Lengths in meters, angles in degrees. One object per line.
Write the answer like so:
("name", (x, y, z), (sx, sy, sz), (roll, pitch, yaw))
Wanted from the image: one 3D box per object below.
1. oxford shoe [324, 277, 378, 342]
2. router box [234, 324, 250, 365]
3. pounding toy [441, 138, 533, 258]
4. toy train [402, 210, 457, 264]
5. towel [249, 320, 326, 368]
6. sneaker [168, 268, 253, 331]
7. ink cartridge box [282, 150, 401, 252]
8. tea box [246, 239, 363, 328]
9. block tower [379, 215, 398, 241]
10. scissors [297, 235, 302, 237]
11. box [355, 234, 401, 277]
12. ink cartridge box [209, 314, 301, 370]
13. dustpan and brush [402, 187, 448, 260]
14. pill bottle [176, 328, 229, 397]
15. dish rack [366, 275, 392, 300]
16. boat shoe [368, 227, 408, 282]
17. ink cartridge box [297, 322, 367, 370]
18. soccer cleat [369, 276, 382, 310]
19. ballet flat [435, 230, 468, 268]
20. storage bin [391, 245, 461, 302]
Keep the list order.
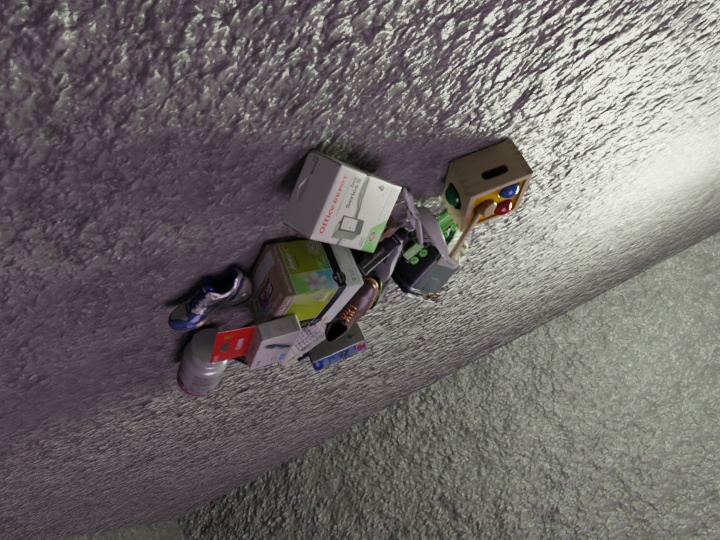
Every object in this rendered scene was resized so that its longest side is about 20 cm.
("oxford shoe", (-0.022, 0.105, 1.553), (0.200, 0.071, 0.073), (-55, -175, 23))
("router box", (-0.252, 0.183, 1.687), (0.199, 0.062, 0.150), (-28, 156, 4))
("pounding toy", (0.271, -0.159, 1.400), (0.199, 0.143, 0.184), (-22, 156, -10))
("toy train", (0.183, -0.094, 1.554), (0.200, 0.042, 0.056), (-41, 123, 11))
("towel", (-0.164, 0.143, 1.583), (0.192, 0.035, 0.200), (-38, 133, -11))
("sneaker", (-0.336, 0.056, 1.338), (0.199, 0.075, 0.088), (-30, 146, -7))
("ink cartridge box", (-0.032, -0.124, 1.163), (0.199, 0.084, 0.146), (8, 109, -53))
("tea box", (-0.135, 0.035, 1.391), (0.196, 0.134, 0.200), (-10, 155, -34))
("block tower", (-0.004, -0.104, 1.342), (0.199, 0.058, 0.054), (4, 142, -48))
("scissors", (-0.051, -0.088, 1.385), (0.073, 0.014, 0.199), (-38, 154, 32))
("box", (0.000, 0.000, 1.484), (0.143, 0.036, 0.200), (-41, -178, -37))
("ink cartridge box", (-0.237, 0.172, 1.373), (0.175, 0.045, 0.200), (-13, 158, -23))
("dustpan and brush", (0.136, -0.118, 1.415), (0.057, 0.140, 0.201), (-26, 133, -12))
("pill bottle", (-0.401, 0.235, 1.578), (0.113, 0.114, 0.200), (-11, 153, -31))
("dish rack", (-0.019, 0.060, 1.695), (0.199, 0.044, 0.172), (-14, 154, -25))
("boat shoe", (0.072, -0.041, 1.557), (0.066, 0.070, 0.200), (-40, 163, -33))
("ink cartridge box", (-0.098, 0.195, 1.778), (0.199, 0.137, 0.076), (-22, 152, -9))
("soccer cleat", (-0.011, 0.082, 1.618), (0.081, 0.068, 0.200), (6, 143, -31))
("ballet flat", (0.240, -0.054, 1.572), (0.069, 0.069, 0.200), (-39, -173, 29))
("storage bin", (0.182, -0.003, 1.666), (0.134, 0.146, 0.200), (-45, 152, 18))
